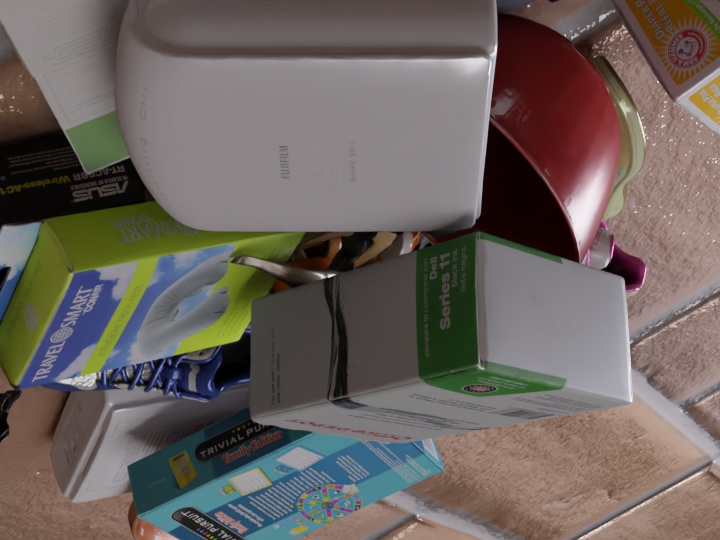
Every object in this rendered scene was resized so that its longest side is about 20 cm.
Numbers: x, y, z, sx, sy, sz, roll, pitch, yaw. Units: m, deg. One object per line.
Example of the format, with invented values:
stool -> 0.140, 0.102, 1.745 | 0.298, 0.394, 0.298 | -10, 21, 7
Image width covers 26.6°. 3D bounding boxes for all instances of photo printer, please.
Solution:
photo printer -> -0.031, -0.087, 0.822 | 0.198, 0.070, 0.167 | 0, 147, 0
photo printer -> -0.140, 0.114, 1.250 | 0.199, 0.070, 0.167 | -8, 148, -30

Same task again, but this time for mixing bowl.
mixing bowl -> 0.094, -0.091, 0.990 | 0.108, 0.200, 0.201 | -45, 159, -20

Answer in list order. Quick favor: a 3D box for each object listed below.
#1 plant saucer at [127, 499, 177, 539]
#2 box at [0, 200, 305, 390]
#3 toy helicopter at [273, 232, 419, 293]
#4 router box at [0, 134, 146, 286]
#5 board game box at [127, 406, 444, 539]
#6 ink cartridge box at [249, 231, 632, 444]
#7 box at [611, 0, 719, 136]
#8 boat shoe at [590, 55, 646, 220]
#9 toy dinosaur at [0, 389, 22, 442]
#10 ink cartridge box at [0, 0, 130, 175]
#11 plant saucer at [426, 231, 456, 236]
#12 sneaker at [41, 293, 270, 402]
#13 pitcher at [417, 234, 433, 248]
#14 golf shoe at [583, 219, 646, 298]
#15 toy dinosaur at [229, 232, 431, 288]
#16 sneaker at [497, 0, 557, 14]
plant saucer -> -0.101, 0.177, 1.283 | 0.199, 0.032, 0.201 | -19, 152, -10
box -> -0.142, 0.010, 0.955 | 0.199, 0.048, 0.122 | -12, 148, -40
toy helicopter -> -0.017, -0.010, 1.146 | 0.131, 0.079, 0.200 | -15, 164, -14
router box -> -0.241, -0.008, 0.967 | 0.199, 0.062, 0.150 | -13, 151, -21
board game box -> -0.055, 0.152, 1.175 | 0.199, 0.047, 0.151 | -26, 146, 11
ink cartridge box -> 0.045, 0.049, 0.943 | 0.199, 0.084, 0.146 | -16, 158, 42
box -> 0.289, -0.192, 1.030 | 0.200, 0.102, 0.112 | -36, 150, 21
boat shoe -> 0.166, -0.087, 1.150 | 0.063, 0.073, 0.201 | -25, 160, -8
toy dinosaur -> -0.290, 0.086, 0.928 | 0.103, 0.135, 0.200 | -60, 170, -19
ink cartridge box -> -0.120, -0.146, 0.841 | 0.145, 0.048, 0.200 | -23, 154, -4
plant saucer -> 0.014, -0.095, 0.956 | 0.019, 0.070, 0.200 | -45, 145, -18
sneaker -> -0.140, 0.057, 1.108 | 0.199, 0.088, 0.076 | -11, 124, -21
pitcher -> 0.034, 0.060, 1.222 | 0.171, 0.121, 0.200 | -35, 162, -47
golf shoe -> 0.139, -0.037, 1.144 | 0.091, 0.076, 0.200 | -9, 141, 46
toy dinosaur -> 0.000, 0.000, 1.013 | 0.088, 0.048, 0.200 | -35, 154, 14
sneaker -> 0.058, -0.175, 0.912 | 0.199, 0.075, 0.088 | -11, 156, -23
